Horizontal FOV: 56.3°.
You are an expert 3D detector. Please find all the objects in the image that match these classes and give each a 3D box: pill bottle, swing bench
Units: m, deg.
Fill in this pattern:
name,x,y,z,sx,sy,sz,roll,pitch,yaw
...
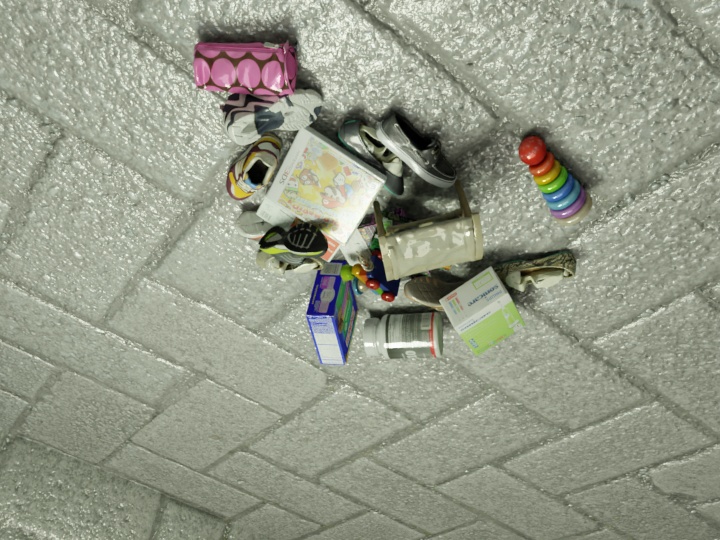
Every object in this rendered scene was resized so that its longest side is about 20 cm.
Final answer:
name,x,y,z,sx,sy,sz,roll,pitch,yaw
pill bottle,0.112,0.170,1.747,0.195,0.116,0.115,-4,138,15
swing bench,0.134,-0.070,1.357,0.194,0.201,0.132,-12,117,3

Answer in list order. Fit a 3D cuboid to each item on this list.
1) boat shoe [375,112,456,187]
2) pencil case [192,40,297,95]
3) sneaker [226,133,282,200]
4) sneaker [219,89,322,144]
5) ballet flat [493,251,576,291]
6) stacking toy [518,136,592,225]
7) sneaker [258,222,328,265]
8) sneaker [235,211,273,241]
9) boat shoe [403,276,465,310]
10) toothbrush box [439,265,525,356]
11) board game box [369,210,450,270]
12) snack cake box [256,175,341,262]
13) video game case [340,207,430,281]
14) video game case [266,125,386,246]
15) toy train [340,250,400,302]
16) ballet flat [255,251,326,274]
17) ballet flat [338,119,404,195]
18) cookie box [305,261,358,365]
name,x,y,z,sx,sy,sz,roll,pitch,yaw
boat shoe,0.123,-0.241,1.327,0.198,0.071,0.066,36,135,-17
pencil case,-0.212,-0.373,1.223,0.195,0.093,0.094,3,152,10
sneaker,-0.236,-0.199,1.419,0.074,0.092,0.200,26,136,-19
sneaker,-0.181,-0.319,1.292,0.196,0.130,0.080,-28,140,-16
ballet flat,0.396,0.009,1.542,0.196,0.077,0.068,-12,136,23
stacking toy,0.376,-0.182,1.333,0.084,0.087,0.200,-26,124,34
sneaker,-0.131,-0.051,1.443,0.197,0.075,0.081,7,153,47
sneaker,-0.189,-0.091,1.565,0.195,0.079,0.082,13,166,-3
boat shoe,0.186,0.065,1.626,0.196,0.078,0.072,11,152,-24
toothbrush box,0.290,0.100,1.583,0.144,0.087,0.200,-33,147,8
board game box,0.127,-0.064,1.504,0.195,0.024,0.106,15,138,-10
snack cake box,-0.116,-0.122,1.472,0.198,0.068,0.115,34,134,-8
video game case,0.050,-0.047,1.575,0.177,0.036,0.201,-12,134,23
video game case,-0.072,-0.168,1.366,0.197,0.023,0.183,31,124,-6
toy train,0.000,0.000,1.531,0.114,0.087,0.199,-3,153,35
ballet flat,-0.173,-0.022,1.627,0.195,0.063,0.068,-8,136,20
ballet flat,0.041,-0.229,1.351,0.072,0.074,0.199,-26,125,34
cookie box,-0.067,0.107,1.670,0.073,0.174,0.202,3,140,12
